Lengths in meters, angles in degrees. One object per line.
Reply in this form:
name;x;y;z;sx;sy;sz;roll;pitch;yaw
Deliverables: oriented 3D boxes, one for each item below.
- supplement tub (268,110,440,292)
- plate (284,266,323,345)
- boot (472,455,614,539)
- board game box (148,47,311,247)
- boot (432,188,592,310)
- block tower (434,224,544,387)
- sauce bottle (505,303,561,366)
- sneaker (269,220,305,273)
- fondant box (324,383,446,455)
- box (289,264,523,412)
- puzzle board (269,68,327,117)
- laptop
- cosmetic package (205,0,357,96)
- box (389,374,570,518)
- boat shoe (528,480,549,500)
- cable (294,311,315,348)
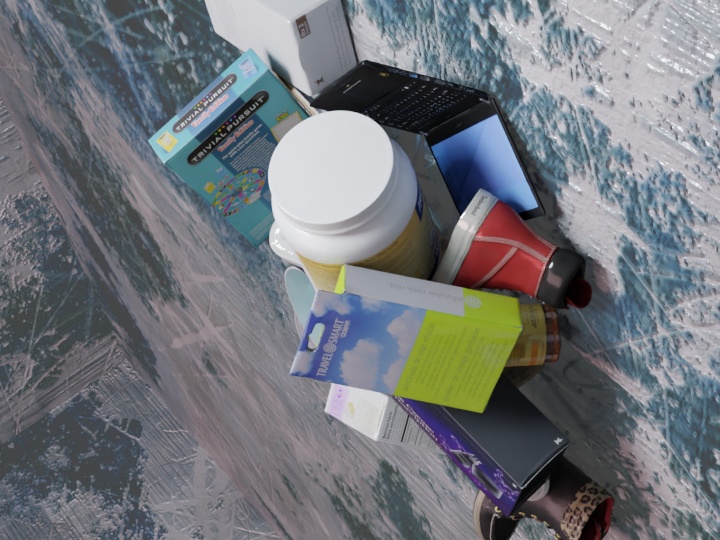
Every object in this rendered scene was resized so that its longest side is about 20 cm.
supplement tub;-0.005;-0.052;1.280;0.144;0.144;0.200;45;171;29
plate;-0.032;0.073;1.718;0.200;0.026;0.201;47;160;23
boot;0.217;0.287;1.549;0.150;0.073;0.201;39;131;34
board game box;-0.120;-0.133;1.455;0.047;0.151;0.200;51;-177;38
boot;0.152;0.010;1.282;0.144;0.073;0.200;33;161;6
block tower;0.118;0.049;1.450;0.200;0.054;0.058;53;163;10
sauce bottle;0.102;0.069;1.322;0.066;0.198;0.067;176;90;-89
sneaker;0.000;0.000;1.506;0.199;0.081;0.146;29;-176;34
fondant box;0.075;0.185;1.619;0.199;0.059;0.144;17;-179;-28
box;0.042;0.065;1.244;0.048;0.199;0.122;-89;14;-49
puzzle board;-0.025;-0.152;1.438;0.151;0.017;0.200;46;-178;-40
laptop;0.059;-0.113;1.256;0.177;0.199;0.104;163;118;-70
cosmetic package;-0.095;-0.282;1.417;0.200;0.074;0.102;38;155;39
box;0.120;0.155;1.395;0.200;0.079;0.141;45;162;17
boat shoe;0.139;0.186;1.497;0.201;0.069;0.071;55;132;15
cable;-0.016;0.114;1.894;0.200;0.069;0.200;55;162;4
